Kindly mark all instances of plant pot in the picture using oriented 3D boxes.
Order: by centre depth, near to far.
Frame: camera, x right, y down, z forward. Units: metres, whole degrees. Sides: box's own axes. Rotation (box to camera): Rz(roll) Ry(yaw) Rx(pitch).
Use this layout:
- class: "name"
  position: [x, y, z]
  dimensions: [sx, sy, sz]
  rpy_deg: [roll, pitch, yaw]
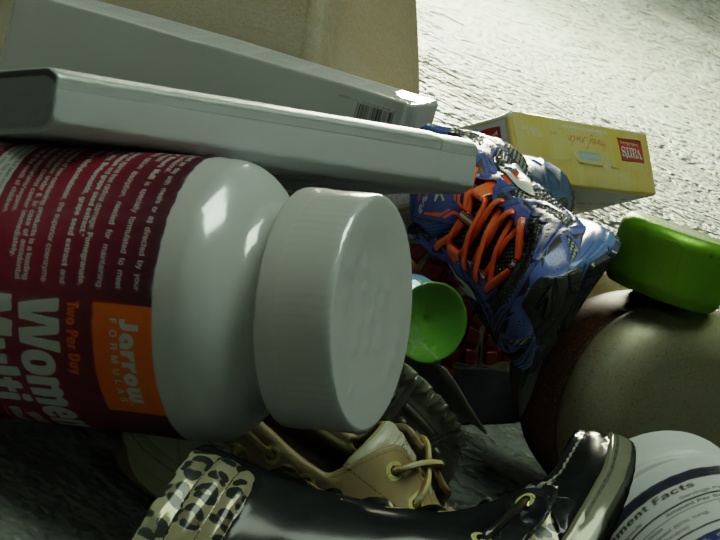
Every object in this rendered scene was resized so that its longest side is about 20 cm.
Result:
- class: "plant pot"
  position: [-0.072, -0.165, 1.437]
  dimensions: [0.198, 0.178, 0.200]
  rpy_deg: [9, -4, 17]

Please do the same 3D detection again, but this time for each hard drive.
- class: "hard drive"
  position: [-0.069, -0.056, 1.097]
  dimensions: [0.199, 0.026, 0.132]
  rpy_deg: [8, -3, -34]

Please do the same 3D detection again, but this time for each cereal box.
- class: "cereal box"
  position: [0.037, -0.040, 1.395]
  dimensions: [0.199, 0.040, 0.144]
  rpy_deg: [-14, -10, 33]

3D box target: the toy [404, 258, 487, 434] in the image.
- class: "toy"
  position: [0.000, 0.000, 1.223]
  dimensions: [0.115, 0.047, 0.200]
  rpy_deg: [55, -9, -23]

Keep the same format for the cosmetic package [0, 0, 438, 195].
- class: "cosmetic package"
  position: [-0.068, -0.086, 1.276]
  dimensions: [0.199, 0.051, 0.083]
  rpy_deg: [17, 10, 10]

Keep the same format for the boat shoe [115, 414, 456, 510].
- class: "boat shoe"
  position: [-0.001, 0.093, 1.075]
  dimensions: [0.199, 0.067, 0.074]
  rpy_deg: [25, 15, 0]

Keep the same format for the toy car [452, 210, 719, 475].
- class: "toy car"
  position: [0.106, 0.045, 1.249]
  dimensions: [0.157, 0.165, 0.200]
  rpy_deg: [14, 9, -38]

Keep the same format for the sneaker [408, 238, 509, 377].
- class: "sneaker"
  position: [0.066, 0.031, 1.394]
  dimensions: [0.199, 0.078, 0.082]
  rpy_deg: [25, 8, -38]

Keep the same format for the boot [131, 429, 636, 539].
- class: "boot"
  position: [0.011, 0.098, 0.995]
  dimensions: [0.153, 0.074, 0.204]
  rpy_deg: [25, 37, 11]

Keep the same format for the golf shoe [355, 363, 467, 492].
- class: "golf shoe"
  position: [-0.049, 0.044, 1.160]
  dimensions: [0.199, 0.079, 0.097]
  rpy_deg: [22, 9, -12]

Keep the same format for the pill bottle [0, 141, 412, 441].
- class: "pill bottle"
  position: [-0.088, 0.008, 1.022]
  dimensions: [0.199, 0.110, 0.109]
  rpy_deg: [5, 8, 20]

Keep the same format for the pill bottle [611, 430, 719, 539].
- class: "pill bottle"
  position: [0.149, 0.143, 1.056]
  dimensions: [0.110, 0.112, 0.200]
  rpy_deg: [19, 16, -19]

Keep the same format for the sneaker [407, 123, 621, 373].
- class: "sneaker"
  position: [0.057, -0.015, 1.177]
  dimensions: [0.078, 0.076, 0.200]
  rpy_deg: [29, 9, -15]
